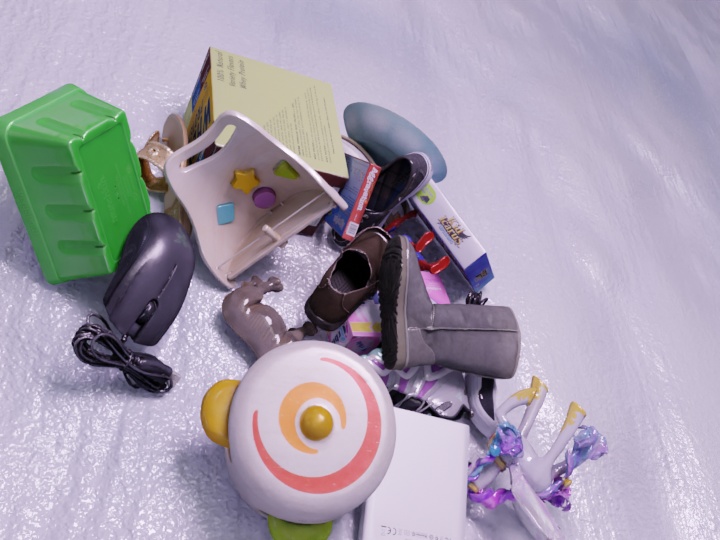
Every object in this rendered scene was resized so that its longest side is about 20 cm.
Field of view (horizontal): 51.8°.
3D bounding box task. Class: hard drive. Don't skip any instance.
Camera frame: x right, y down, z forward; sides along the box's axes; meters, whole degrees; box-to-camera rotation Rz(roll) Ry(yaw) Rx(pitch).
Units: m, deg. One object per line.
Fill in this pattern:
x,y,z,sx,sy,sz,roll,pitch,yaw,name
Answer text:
0.064,0.273,0.880,0.129,0.026,0.204,15,61,-16,hard drive

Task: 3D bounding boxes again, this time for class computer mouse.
-0.231,0.025,0.837,0.138,0.052,0.204,40,53,-45,computer mouse
0.166,0.141,1.062,0.043,0.111,0.204,-1,59,-1,computer mouse

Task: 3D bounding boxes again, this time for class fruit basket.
-0.350,-0.106,0.870,0.214,0.217,0.156,38,42,1,fruit basket

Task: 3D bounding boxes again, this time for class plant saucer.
0.047,-0.191,1.206,0.199,0.201,0.039,34,75,-5,plant saucer

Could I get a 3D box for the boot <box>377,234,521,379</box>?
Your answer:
0.121,0.051,0.972,0.195,0.072,0.187,2,88,-22,boot

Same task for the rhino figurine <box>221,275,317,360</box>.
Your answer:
-0.100,0.094,0.938,0.201,0.060,0.087,50,45,9,rhino figurine

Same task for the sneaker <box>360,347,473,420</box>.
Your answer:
0.070,0.175,0.972,0.196,0.078,0.142,-3,60,-29,sneaker

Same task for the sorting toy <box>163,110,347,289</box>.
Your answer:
-0.148,-0.108,0.941,0.180,0.198,0.108,46,19,-38,sorting toy

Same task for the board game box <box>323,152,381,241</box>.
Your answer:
-0.020,-0.110,1.057,0.019,0.105,0.200,20,8,-17,board game box

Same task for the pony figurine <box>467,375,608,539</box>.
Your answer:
0.217,0.258,0.940,0.200,0.167,0.193,-43,64,-9,pony figurine

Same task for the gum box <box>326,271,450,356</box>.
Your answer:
0.045,0.063,1.055,0.196,0.066,0.115,4,52,-31,gum box

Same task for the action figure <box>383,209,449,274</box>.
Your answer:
0.082,-0.047,1.090,0.099,0.199,0.066,-40,107,-16,action figure

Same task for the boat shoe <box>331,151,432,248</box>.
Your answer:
0.019,-0.098,1.071,0.066,0.199,0.071,-8,66,-57,boat shoe

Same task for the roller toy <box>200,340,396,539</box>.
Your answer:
-0.058,0.175,0.804,0.181,0.140,0.201,-35,79,-24,roller toy

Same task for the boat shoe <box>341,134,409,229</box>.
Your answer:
-0.009,-0.142,1.186,0.199,0.075,0.068,42,42,6,boat shoe

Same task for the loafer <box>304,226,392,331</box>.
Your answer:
0.000,0.000,0.976,0.072,0.072,0.201,35,43,0,loafer

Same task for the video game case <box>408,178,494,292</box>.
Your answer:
0.135,-0.065,1.154,0.183,0.045,0.200,56,5,17,video game case

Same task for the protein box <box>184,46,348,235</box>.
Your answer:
-0.143,-0.185,1.085,0.196,0.135,0.202,10,50,-27,protein box

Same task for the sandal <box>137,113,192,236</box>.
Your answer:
-0.274,-0.134,0.998,0.068,0.078,0.216,8,56,-36,sandal
